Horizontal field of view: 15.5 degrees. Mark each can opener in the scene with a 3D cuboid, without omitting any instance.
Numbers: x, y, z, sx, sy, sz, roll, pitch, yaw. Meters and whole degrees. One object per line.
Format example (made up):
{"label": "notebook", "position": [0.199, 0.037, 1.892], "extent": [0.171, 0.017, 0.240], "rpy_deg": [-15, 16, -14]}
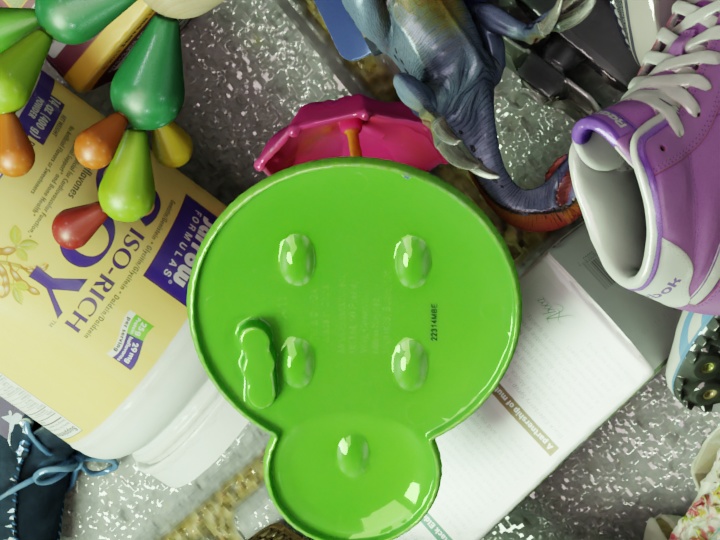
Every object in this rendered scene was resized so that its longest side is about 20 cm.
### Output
{"label": "can opener", "position": [0.051, -0.142, 1.279], "extent": [0.200, 0.053, 0.067], "rpy_deg": [40, 86, 10]}

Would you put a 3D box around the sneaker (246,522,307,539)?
{"label": "sneaker", "position": [-0.019, 0.192, 1.341], "extent": [0.067, 0.200, 0.090], "rpy_deg": [-35, 103, -7]}

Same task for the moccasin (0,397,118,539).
{"label": "moccasin", "position": [-0.173, 0.078, 1.425], "extent": [0.068, 0.080, 0.201], "rpy_deg": [8, 109, 18]}

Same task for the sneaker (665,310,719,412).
{"label": "sneaker", "position": [0.192, -0.028, 1.226], "extent": [0.072, 0.072, 0.201], "rpy_deg": [42, 114, 49]}

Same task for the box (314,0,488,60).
{"label": "box", "position": [0.034, -0.178, 1.207], "extent": [0.200, 0.032, 0.122], "rpy_deg": [-23, 95, 38]}

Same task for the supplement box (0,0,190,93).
{"label": "supplement box", "position": [-0.157, -0.204, 1.328], "extent": [0.200, 0.086, 0.110], "rpy_deg": [48, 119, 5]}

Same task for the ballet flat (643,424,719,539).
{"label": "ballet flat", "position": [0.177, 0.126, 1.291], "extent": [0.200, 0.075, 0.064], "rpy_deg": [-58, 47, 23]}

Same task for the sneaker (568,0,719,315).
{"label": "sneaker", "position": [0.145, -0.084, 1.149], "extent": [0.073, 0.114, 0.201], "rpy_deg": [-8, 77, 50]}

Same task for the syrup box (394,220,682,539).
{"label": "syrup box", "position": [0.068, 0.072, 1.308], "extent": [0.081, 0.079, 0.200], "rpy_deg": [48, 119, 6]}

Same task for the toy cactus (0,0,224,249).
{"label": "toy cactus", "position": [-0.109, -0.123, 1.215], "extent": [0.164, 0.102, 0.201], "rpy_deg": [-18, 81, 23]}

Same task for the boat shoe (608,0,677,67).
{"label": "boat shoe", "position": [0.112, -0.189, 1.223], "extent": [0.092, 0.075, 0.201], "rpy_deg": [5, 105, 37]}

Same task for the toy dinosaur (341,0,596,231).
{"label": "toy dinosaur", "position": [0.045, -0.108, 1.186], "extent": [0.105, 0.200, 0.182], "rpy_deg": [-25, 117, -13]}

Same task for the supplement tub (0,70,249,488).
{"label": "supplement tub", "position": [-0.140, 0.003, 1.323], "extent": [0.200, 0.146, 0.145], "rpy_deg": [36, 119, -14]}

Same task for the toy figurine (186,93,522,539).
{"label": "toy figurine", "position": [0.000, 0.000, 1.265], "extent": [0.149, 0.184, 0.201], "rpy_deg": [0, 117, 2]}
